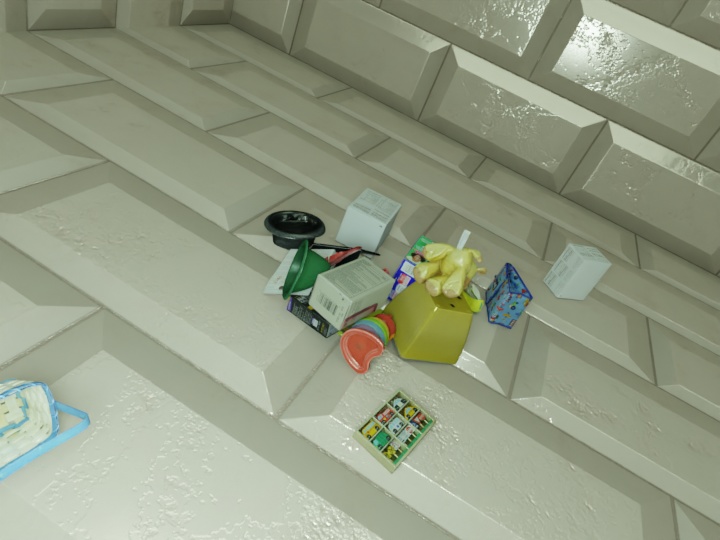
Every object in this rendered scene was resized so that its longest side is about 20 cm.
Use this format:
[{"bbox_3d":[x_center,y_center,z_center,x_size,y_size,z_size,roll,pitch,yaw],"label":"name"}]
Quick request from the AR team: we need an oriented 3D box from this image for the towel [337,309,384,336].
[{"bbox_3d":[-0.010,0.141,1.495,0.086,0.018,0.200,36,35,16],"label":"towel"}]

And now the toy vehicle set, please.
[{"bbox_3d":[0.085,0.382,1.216,0.124,0.027,0.200,38,36,19],"label":"toy vehicle set"}]

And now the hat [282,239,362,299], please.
[{"bbox_3d":[-0.098,0.014,1.389,0.176,0.200,0.166,21,13,-17],"label":"hat"}]

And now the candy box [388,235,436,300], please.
[{"bbox_3d":[0.167,-0.003,1.663,0.077,0.169,0.200,31,34,5],"label":"candy box"}]

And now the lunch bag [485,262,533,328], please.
[{"bbox_3d":[0.509,0.078,1.778,0.094,0.151,0.200,17,35,-11],"label":"lunch bag"}]

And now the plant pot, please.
[{"bbox_3d":[0.214,0.135,1.485,0.200,0.176,0.200,12,36,-26],"label":"plant pot"}]

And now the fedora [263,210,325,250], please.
[{"bbox_3d":[-0.217,-0.121,1.652,0.200,0.092,0.201,8,33,-5],"label":"fedora"}]

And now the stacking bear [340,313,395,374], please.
[{"bbox_3d":[0.035,0.180,1.398,0.114,0.121,0.200,41,27,10],"label":"stacking bear"}]

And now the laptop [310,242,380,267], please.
[{"bbox_3d":[-0.070,-0.020,1.603,0.187,0.116,0.200,9,-1,30],"label":"laptop"}]

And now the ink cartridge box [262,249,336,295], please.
[{"bbox_3d":[-0.173,0.014,1.491,0.162,0.050,0.200,1,45,25],"label":"ink cartridge box"}]

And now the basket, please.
[{"bbox_3d":[-0.583,0.269,0.842,0.200,0.139,0.176,7,23,34],"label":"basket"}]

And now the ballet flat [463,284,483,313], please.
[{"bbox_3d":[0.376,0.064,1.792,0.067,0.067,0.200,0,40,-30],"label":"ballet flat"}]

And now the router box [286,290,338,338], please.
[{"bbox_3d":[-0.087,0.100,1.455,0.157,0.052,0.200,32,34,26],"label":"router box"}]

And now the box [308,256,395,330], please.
[{"bbox_3d":[-0.023,0.059,1.391,0.128,0.109,0.200,39,36,24],"label":"box"}]

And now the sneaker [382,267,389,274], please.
[{"bbox_3d":[0.000,0.000,1.630,0.200,0.087,0.074,15,34,-9],"label":"sneaker"}]

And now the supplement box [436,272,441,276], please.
[{"bbox_3d":[0.275,0.017,1.796,0.066,0.069,0.200,28,32,2],"label":"supplement box"}]

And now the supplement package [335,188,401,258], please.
[{"bbox_3d":[0.031,-0.175,1.831,0.151,0.152,0.200,28,34,6],"label":"supplement package"}]

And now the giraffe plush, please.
[{"bbox_3d":[0.269,-0.004,1.434,0.173,0.200,0.162,45,6,30],"label":"giraffe plush"}]

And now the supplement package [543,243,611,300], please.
[{"bbox_3d":[0.884,0.008,2.058,0.156,0.200,0.111,7,38,-24],"label":"supplement package"}]
